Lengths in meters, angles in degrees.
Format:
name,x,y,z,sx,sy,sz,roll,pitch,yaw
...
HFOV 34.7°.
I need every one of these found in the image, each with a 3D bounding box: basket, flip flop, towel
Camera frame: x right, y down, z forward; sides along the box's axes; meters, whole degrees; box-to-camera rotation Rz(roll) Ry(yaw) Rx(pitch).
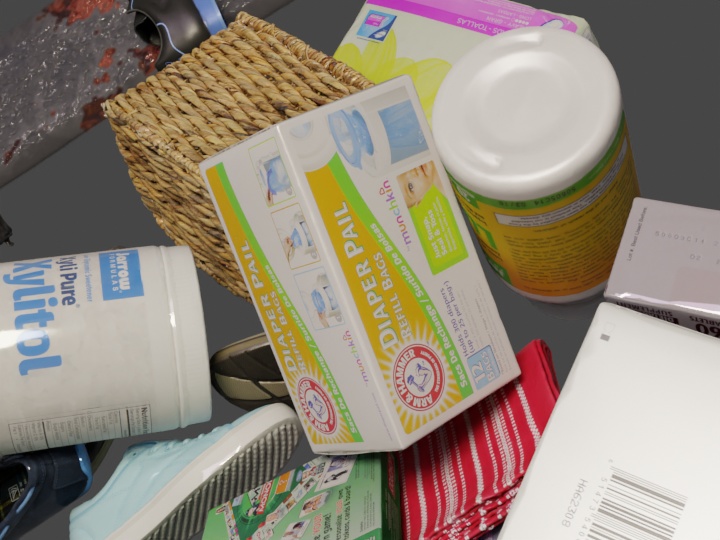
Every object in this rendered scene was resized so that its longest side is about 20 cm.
name,x,y,z,sx,sy,sz,roll,pitch,yaw
basket,-0.075,-0.079,0.879,0.148,0.144,0.199,-37,45,-21
flip flop,-0.016,0.040,0.830,0.198,0.082,0.058,-29,39,2
towel,0.047,0.130,0.723,0.199,0.023,0.145,-37,18,15

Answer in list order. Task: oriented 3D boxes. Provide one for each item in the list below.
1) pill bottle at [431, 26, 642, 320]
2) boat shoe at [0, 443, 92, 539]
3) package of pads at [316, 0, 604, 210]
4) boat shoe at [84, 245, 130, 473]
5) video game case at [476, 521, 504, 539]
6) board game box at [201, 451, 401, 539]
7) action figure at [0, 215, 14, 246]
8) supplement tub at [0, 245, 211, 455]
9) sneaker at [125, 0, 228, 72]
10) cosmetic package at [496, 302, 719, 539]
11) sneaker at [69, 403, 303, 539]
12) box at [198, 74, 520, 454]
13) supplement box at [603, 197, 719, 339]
name,x,y,z,sx,sy,sz,roll,pitch,yaw
pill bottle,0.120,-0.048,0.728,0.109,0.200,0.113,-9,60,16
boat shoe,-0.288,0.174,0.862,0.199,0.068,0.085,-40,69,24
package of pads,0.065,-0.134,0.880,0.198,0.068,0.156,22,75,32
boat shoe,-0.219,0.075,0.907,0.071,0.066,0.204,12,72,26
video game case,0.043,0.185,0.712,0.201,0.019,0.143,-51,19,-6
board game box,-0.040,0.176,0.669,0.133,0.029,0.200,-28,17,11
action figure,-0.321,0.048,0.945,0.119,0.101,0.202,-40,52,27
supplement tub,-0.210,0.056,0.809,0.196,0.133,0.134,-8,58,-13
sneaker,-0.184,-0.261,1.058,0.077,0.070,0.202,-29,57,0
cosmetic package,0.160,0.160,0.609,0.121,0.200,0.202,19,74,28
sneaker,-0.135,0.144,0.829,0.199,0.074,0.082,-37,61,4
box,0.000,0.000,0.717,0.112,0.203,0.101,-26,7,-35
supplement box,0.210,0.040,0.645,0.107,0.200,0.062,12,70,29
